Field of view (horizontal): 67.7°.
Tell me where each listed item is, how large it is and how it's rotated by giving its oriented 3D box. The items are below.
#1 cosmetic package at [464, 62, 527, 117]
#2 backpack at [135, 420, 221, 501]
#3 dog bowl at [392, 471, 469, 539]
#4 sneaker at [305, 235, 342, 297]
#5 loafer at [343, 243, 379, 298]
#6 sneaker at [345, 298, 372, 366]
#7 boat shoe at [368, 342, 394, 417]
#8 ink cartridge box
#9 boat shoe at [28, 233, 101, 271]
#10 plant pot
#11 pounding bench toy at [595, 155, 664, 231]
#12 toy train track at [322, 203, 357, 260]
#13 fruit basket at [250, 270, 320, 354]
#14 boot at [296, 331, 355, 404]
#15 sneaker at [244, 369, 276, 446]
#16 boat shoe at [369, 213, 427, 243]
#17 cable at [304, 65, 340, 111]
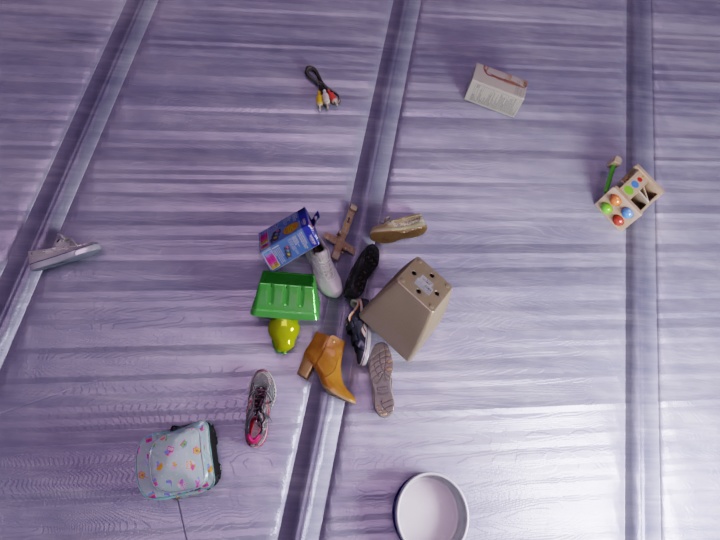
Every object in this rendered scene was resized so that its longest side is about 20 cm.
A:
[{"bbox_3d":[0.478,-0.638,1.900,0.194,0.104,0.090,20,66,0],"label":"cosmetic package"},{"bbox_3d":[-0.466,0.484,1.354,0.192,0.154,0.182,-12,76,-4],"label":"backpack"},{"bbox_3d":[0.181,0.639,1.408,0.192,0.079,0.208,2,69,-6],"label":"dog bowl"},{"bbox_3d":[-0.112,-0.015,1.602,0.076,0.100,0.204,-25,74,-16],"label":"sneaker"},{"bbox_3d":[0.000,0.000,1.628,0.068,0.069,0.204,43,51,-22],"label":"loafer"},{"bbox_3d":[-0.007,0.176,1.558,0.076,0.079,0.206,11,58,-8],"label":"sneaker"},{"bbox_3d":[0.056,0.310,1.519,0.071,0.074,0.208,0,75,-3],"label":"boat shoe"},{"bbox_3d":[-0.198,-0.101,1.577,0.195,0.078,0.137,-28,30,2],"label":"ink cartridge box"},{"bbox_3d":[-0.856,-0.068,1.547,0.195,0.075,0.089,-18,89,-6],"label":"boat shoe"},{"bbox_3d":[0.147,0.089,1.518,0.199,0.179,0.199,40,45,9],"label":"plant pot"},{"bbox_3d":[0.866,-0.264,1.795,0.154,0.125,0.202,-36,77,-17],"label":"pounding bench toy"},{"bbox_3d":[-0.047,-0.126,1.675,0.112,0.032,0.205,27,62,-14],"label":"toy train track"},{"bbox_3d":[-0.214,0.121,1.541,0.207,0.156,0.224,-1,112,-3],"label":"fruit basket"},{"bbox_3d":[-0.071,0.270,1.517,0.197,0.071,0.147,28,72,10],"label":"boot"},{"bbox_3d":[-0.271,0.371,1.456,0.077,0.075,0.208,3,69,-5],"label":"sneaker"},{"bbox_3d":[0.114,-0.135,1.694,0.193,0.074,0.065,-8,64,-21],"label":"boat shoe"},{"bbox_3d":[-0.128,-0.638,1.855,0.094,0.051,0.206,-16,74,-13],"label":"cable"}]
